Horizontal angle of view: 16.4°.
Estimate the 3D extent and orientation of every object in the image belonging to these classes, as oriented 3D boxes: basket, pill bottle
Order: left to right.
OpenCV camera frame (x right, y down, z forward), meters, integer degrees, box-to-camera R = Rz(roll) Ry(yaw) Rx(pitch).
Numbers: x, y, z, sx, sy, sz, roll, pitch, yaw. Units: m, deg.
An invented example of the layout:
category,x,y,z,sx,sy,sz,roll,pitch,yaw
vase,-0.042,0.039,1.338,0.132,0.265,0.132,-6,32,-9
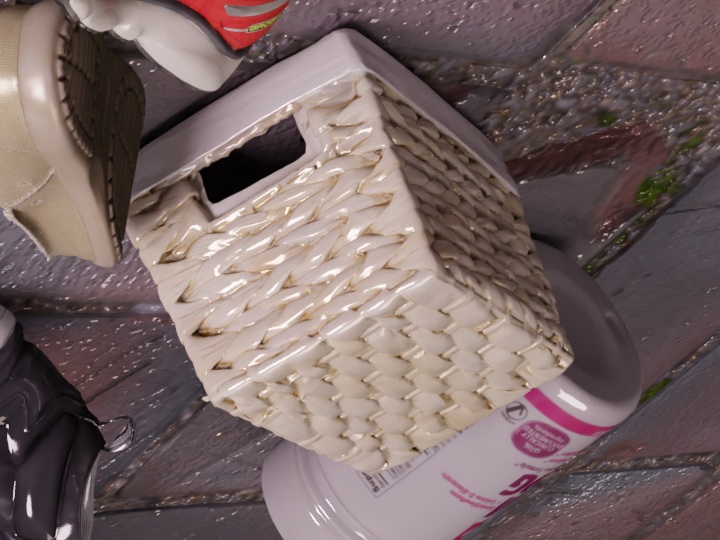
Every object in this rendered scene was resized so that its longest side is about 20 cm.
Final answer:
category,x,y,z,sx,sy,sz,roll,pitch,yaw
basket,0.000,0.000,1.134,0.135,0.124,0.200,-30,156,14
pill bottle,0.045,0.082,1.357,0.200,0.114,0.113,-39,152,30

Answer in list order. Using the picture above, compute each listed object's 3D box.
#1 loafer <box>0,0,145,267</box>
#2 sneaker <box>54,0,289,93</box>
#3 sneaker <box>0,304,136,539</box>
category,x,y,z,sx,sy,sz,roll,pitch,yaw
loafer,-0.127,-0.056,0.970,0.068,0.076,0.200,6,162,4
sneaker,-0.075,-0.131,0.881,0.085,0.077,0.200,-42,160,10
sneaker,-0.188,0.122,1.140,0.200,0.114,0.075,-54,-176,3
